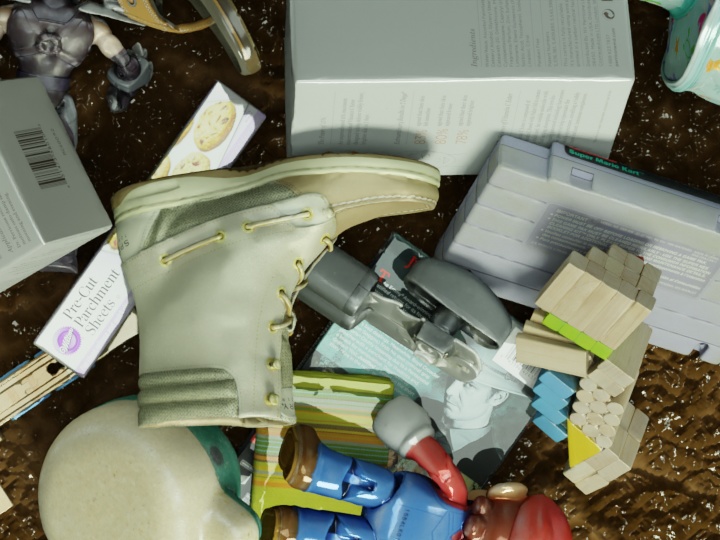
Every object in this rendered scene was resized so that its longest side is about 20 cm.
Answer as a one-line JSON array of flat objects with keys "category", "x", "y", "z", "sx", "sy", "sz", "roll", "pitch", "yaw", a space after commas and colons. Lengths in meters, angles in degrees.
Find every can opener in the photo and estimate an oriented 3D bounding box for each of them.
[{"category": "can opener", "x": 0.000, "y": 0.000, "z": 1.475, "sx": 0.199, "sy": 0.053, "sz": 0.067, "roll": 34, "pitch": 70, "yaw": 6}]

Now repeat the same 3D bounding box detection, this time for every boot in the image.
[{"category": "boot", "x": -0.043, "y": 0.014, "z": 1.406, "sx": 0.199, "sy": 0.072, "sz": 0.156, "roll": -8, "pitch": 78, "yaw": 3}]

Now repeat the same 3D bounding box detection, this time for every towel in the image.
[{"category": "towel", "x": -0.029, "y": 0.163, "z": 1.505, "sx": 0.086, "sy": 0.018, "sz": 0.201, "roll": 5, "pitch": 98, "yaw": -1}]

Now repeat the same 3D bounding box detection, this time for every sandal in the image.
[{"category": "sandal", "x": -0.134, "y": -0.185, "z": 1.417, "sx": 0.055, "sy": 0.082, "sz": 0.200, "roll": -44, "pitch": 84, "yaw": -3}]

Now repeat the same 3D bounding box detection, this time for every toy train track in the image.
[{"category": "toy train track", "x": -0.224, "y": 0.082, "z": 1.496, "sx": 0.199, "sy": 0.033, "sz": 0.115, "roll": -34, "pitch": 91, "yaw": -5}]

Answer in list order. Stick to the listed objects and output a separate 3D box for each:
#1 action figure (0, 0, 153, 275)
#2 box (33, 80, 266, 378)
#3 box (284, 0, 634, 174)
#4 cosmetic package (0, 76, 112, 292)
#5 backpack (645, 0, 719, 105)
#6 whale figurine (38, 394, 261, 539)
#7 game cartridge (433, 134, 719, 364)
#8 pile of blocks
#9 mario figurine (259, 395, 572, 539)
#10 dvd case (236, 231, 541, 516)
[{"category": "action figure", "x": -0.198, "y": -0.101, "z": 1.457, "sx": 0.129, "sy": 0.069, "sz": 0.201, "roll": 8, "pitch": 93, "yaw": 2}, {"category": "box", "x": -0.130, "y": -0.026, "z": 1.470, "sx": 0.041, "sy": 0.039, "sz": 0.200, "roll": 36, "pitch": 87, "yaw": -5}, {"category": "box", "x": 0.055, "y": -0.126, "z": 1.425, "sx": 0.199, "sy": 0.125, "sz": 0.098, "roll": -1, "pitch": 66, "yaw": -4}, {"category": "cosmetic package", "x": -0.263, "y": -0.023, "z": 1.407, "sx": 0.199, "sy": 0.085, "sz": 0.108, "roll": -27, "pitch": 87, "yaw": 25}, {"category": "backpack", "x": 0.238, "y": -0.194, "z": 1.415, "sx": 0.150, "sy": 0.178, "sz": 0.201, "roll": 13, "pitch": 94, "yaw": -4}, {"category": "whale figurine", "x": -0.115, "y": 0.172, "z": 1.468, "sx": 0.159, "sy": 0.104, "sz": 0.201, "roll": -23, "pitch": 92, "yaw": 33}, {"category": "game cartridge", "x": 0.158, "y": -0.013, "z": 1.462, "sx": 0.199, "sy": 0.039, "sz": 0.130, "roll": 17, "pitch": 138, "yaw": -9}, {"category": "pile of blocks", "x": 0.143, "y": 0.050, "z": 1.478, "sx": 0.082, "sy": 0.062, "sz": 0.201, "roll": 14, "pitch": 136, "yaw": 14}, {"category": "mario figurine", "x": 0.037, "y": 0.159, "z": 1.480, "sx": 0.199, "sy": 0.106, "sz": 0.124, "roll": 16, "pitch": 130, "yaw": -13}, {"category": "dvd case", "x": 0.022, "y": 0.097, "z": 1.517, "sx": 0.146, "sy": 0.022, "sz": 0.200, "roll": 34, "pitch": 95, "yaw": -7}]
